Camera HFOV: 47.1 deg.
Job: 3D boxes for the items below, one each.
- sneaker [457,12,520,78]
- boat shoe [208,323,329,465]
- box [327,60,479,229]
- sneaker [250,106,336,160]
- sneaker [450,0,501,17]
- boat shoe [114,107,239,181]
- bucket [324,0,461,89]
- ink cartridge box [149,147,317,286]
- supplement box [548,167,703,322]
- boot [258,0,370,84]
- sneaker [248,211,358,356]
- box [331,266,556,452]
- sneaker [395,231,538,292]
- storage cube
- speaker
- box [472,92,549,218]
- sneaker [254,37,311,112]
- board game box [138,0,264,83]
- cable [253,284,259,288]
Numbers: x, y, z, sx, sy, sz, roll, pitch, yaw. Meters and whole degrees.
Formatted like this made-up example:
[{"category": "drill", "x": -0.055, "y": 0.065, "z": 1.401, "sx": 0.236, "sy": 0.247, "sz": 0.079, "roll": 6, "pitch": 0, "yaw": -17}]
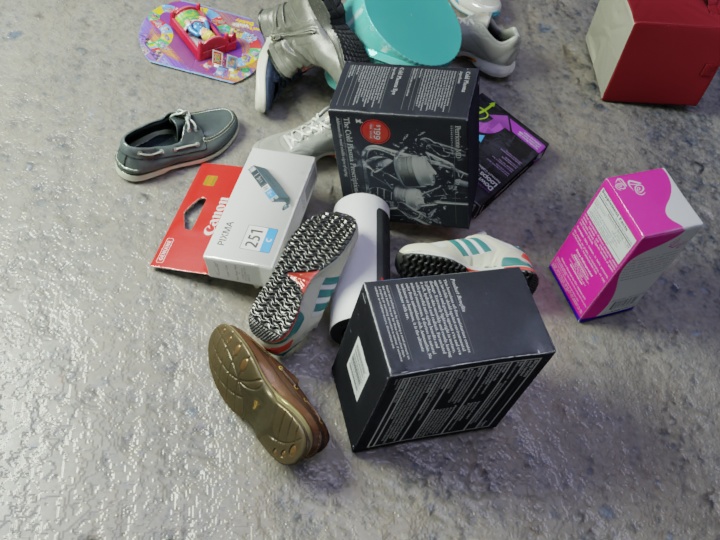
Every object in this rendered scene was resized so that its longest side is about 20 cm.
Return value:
[{"category": "sneaker", "x": 0.178, "y": -0.405, "z": 1.391, "sx": 0.198, "sy": 0.092, "sz": 0.076, "roll": 19, "pitch": 53, "yaw": -1}, {"category": "boat shoe", "x": -0.110, "y": 0.143, "z": 0.975, "sx": 0.200, "sy": 0.072, "sz": 0.067, "roll": 47, "pitch": 25, "yaw": 27}, {"category": "box", "x": 0.065, "y": -0.167, "z": 1.114, "sx": 0.180, "sy": 0.201, "sz": 0.105, "roll": 5, "pitch": 52, "yaw": 13}, {"category": "sneaker", "x": -0.065, "y": -0.200, "z": 1.197, "sx": 0.198, "sy": 0.092, "sz": 0.076, "roll": -17, "pitch": 63, "yaw": -23}, {"category": "sneaker", "x": 0.195, "y": -0.540, "z": 1.505, "sx": 0.076, "sy": 0.081, "sz": 0.201, "roll": -17, "pitch": 64, "yaw": -26}, {"category": "boat shoe", "x": -0.252, "y": -0.190, "z": 1.159, "sx": 0.199, "sy": 0.062, "sz": 0.073, "roll": -30, "pitch": 65, "yaw": -31}, {"category": "bucket", "x": 0.048, "y": -0.349, "z": 1.271, "sx": 0.205, "sy": 0.135, "sz": 0.209, "roll": 13, "pitch": 61, "yaw": -25}, {"category": "ink cartridge box", "x": -0.166, "y": -0.079, "z": 1.087, "sx": 0.174, "sy": 0.045, "sz": 0.201, "roll": 9, "pitch": 52, "yaw": 11}, {"category": "supplement box", "x": 0.354, "y": -0.031, "z": 1.125, "sx": 0.100, "sy": 0.201, "sz": 0.104, "roll": -11, "pitch": 60, "yaw": -21}, {"category": "boot", "x": -0.065, "y": -0.308, "z": 1.195, "sx": 0.068, "sy": 0.130, "sz": 0.202, "roll": -23, "pitch": 90, "yaw": -53}, {"category": "sneaker", "x": -0.067, "y": 0.019, "z": 1.029, "sx": 0.070, "sy": 0.094, "sz": 0.201, "roll": 24, "pitch": 66, "yaw": 17}, {"category": "box", "x": 0.087, "y": 0.105, "z": 0.964, "sx": 0.196, "sy": 0.201, "sz": 0.124, "roll": -5, "pitch": 57, "yaw": -19}, {"category": "sneaker", "x": 0.142, "y": -0.012, "z": 1.141, "sx": 0.197, "sy": 0.071, "sz": 0.094, "roll": 7, "pitch": 37, "yaw": -7}, {"category": "storage cube", "x": 0.512, "y": -0.408, "z": 1.431, "sx": 0.177, "sy": 0.201, "sz": 0.173, "roll": 2, "pitch": 56, "yaw": -5}, {"category": "speaker", "x": 0.000, "y": 0.000, "z": 1.086, "sx": 0.080, "sy": 0.082, "sz": 0.202, "roll": 8, "pitch": 54, "yaw": -9}, {"category": "box", "x": 0.183, "y": -0.183, "z": 1.286, "sx": 0.143, "sy": 0.036, "sz": 0.200, "roll": 40, "pitch": 57, "yaw": 13}, {"category": "sneaker", "x": -0.111, "y": -0.318, "z": 1.277, "sx": 0.084, "sy": 0.075, "sz": 0.202, "roll": 13, "pitch": 55, "yaw": -3}, {"category": "board game box", "x": -0.246, "y": -0.378, "z": 1.302, "sx": 0.198, "sy": 0.039, "sz": 0.159, "roll": 14, "pitch": 54, "yaw": -6}, {"category": "cable", "x": -0.101, "y": -0.055, "z": 1.114, "sx": 0.096, "sy": 0.050, "sz": 0.202, "roll": 1, "pitch": 58, "yaw": -13}]
